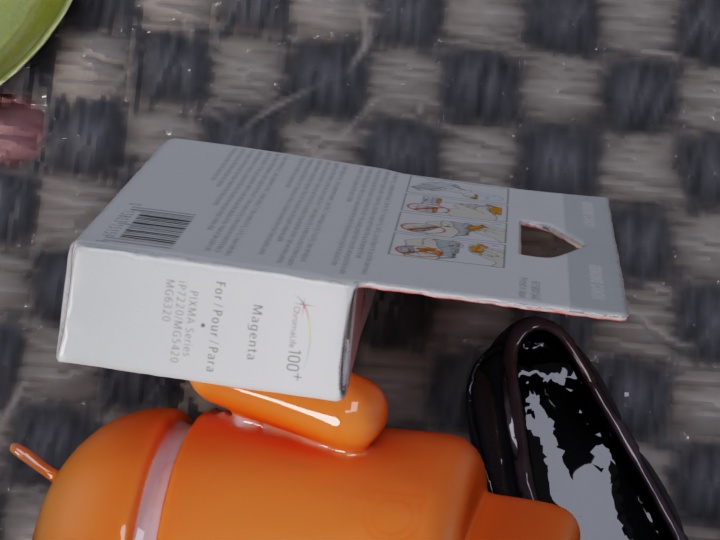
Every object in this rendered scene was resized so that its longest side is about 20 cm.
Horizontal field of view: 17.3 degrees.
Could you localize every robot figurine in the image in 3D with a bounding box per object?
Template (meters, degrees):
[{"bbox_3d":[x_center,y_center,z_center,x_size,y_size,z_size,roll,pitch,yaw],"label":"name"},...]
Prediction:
[{"bbox_3d":[-0.027,0.105,0.812,0.199,0.144,0.117,4,54,10],"label":"robot figurine"}]

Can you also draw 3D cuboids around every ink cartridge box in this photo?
[{"bbox_3d":[0.000,0.000,0.816,0.173,0.200,0.044,9,103,2],"label":"ink cartridge box"}]

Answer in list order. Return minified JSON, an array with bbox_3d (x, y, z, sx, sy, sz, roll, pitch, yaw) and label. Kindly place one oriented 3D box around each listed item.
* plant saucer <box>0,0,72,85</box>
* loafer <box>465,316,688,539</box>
[{"bbox_3d":[-0.203,-0.139,0.942,0.199,0.031,0.200,0,71,-1],"label":"plant saucer"},{"bbox_3d":[0.088,0.110,0.845,0.072,0.063,0.200,-20,73,-7],"label":"loafer"}]
